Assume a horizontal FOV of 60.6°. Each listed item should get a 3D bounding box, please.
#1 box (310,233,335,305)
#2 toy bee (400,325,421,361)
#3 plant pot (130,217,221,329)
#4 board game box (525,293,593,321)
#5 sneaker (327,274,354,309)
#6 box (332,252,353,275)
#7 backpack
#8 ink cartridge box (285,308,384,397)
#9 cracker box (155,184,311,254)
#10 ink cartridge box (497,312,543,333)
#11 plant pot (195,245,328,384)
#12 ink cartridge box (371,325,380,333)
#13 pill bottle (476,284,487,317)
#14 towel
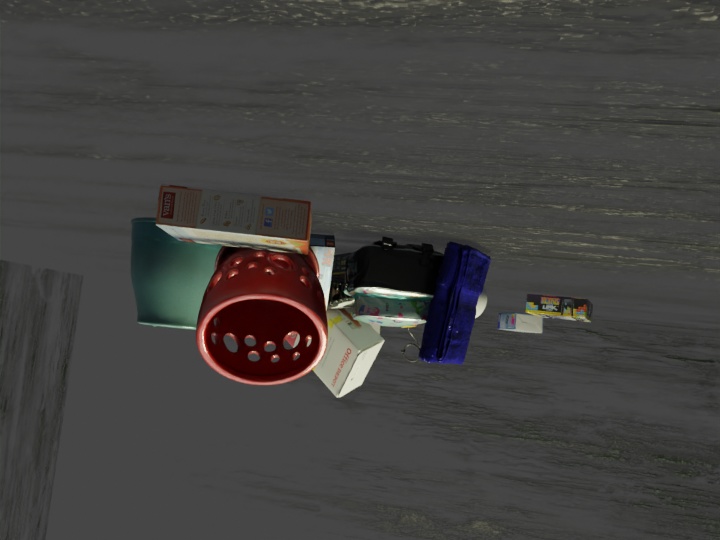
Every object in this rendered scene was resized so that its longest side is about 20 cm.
[{"bbox_3d":[-0.122,0.025,1.101,0.134,0.203,0.038,3,-143,-9],"label":"box"},{"bbox_3d":[0.113,0.084,1.379,0.129,0.203,0.109,-25,158,7],"label":"toy bee"},{"bbox_3d":[-0.345,0.014,1.169,0.196,0.192,0.200,6,175,1],"label":"plant pot"},{"bbox_3d":[0.573,0.108,1.767,0.162,0.058,0.199,6,175,25],"label":"board game box"},{"bbox_3d":[-0.053,0.043,1.205,0.196,0.072,0.098,-2,-178,-8],"label":"sneaker"},{"bbox_3d":[0.000,0.000,1.374,0.157,0.050,0.199,7,174,-29],"label":"box"},{"bbox_3d":[0.054,0.024,1.113,0.174,0.154,0.200,6,179,-12],"label":"backpack"},{"bbox_3d":[-0.061,0.141,1.298,0.083,0.147,0.200,-17,-128,-44],"label":"ink cartridge box"},{"bbox_3d":[-0.167,-0.067,0.852,0.196,0.059,0.134,6,174,-4],"label":"cracker box"},{"bbox_3d":[0.689,0.229,2.691,0.134,0.078,0.200,8,172,-12],"label":"ink cartridge box"},{"bbox_3d":[-0.150,0.051,0.975,0.196,0.203,0.184,7,-143,-10],"label":"plant pot"},{"bbox_3d":[-0.046,0.083,1.392,0.198,0.120,0.067,0,174,43],"label":"ink cartridge box"},{"bbox_3d":[0.169,0.047,1.292,0.197,0.122,0.119,10,173,-36],"label":"pill bottle"},{"bbox_3d":[0.167,0.061,1.039,0.049,0.204,0.147,16,-178,35],"label":"towel"}]
